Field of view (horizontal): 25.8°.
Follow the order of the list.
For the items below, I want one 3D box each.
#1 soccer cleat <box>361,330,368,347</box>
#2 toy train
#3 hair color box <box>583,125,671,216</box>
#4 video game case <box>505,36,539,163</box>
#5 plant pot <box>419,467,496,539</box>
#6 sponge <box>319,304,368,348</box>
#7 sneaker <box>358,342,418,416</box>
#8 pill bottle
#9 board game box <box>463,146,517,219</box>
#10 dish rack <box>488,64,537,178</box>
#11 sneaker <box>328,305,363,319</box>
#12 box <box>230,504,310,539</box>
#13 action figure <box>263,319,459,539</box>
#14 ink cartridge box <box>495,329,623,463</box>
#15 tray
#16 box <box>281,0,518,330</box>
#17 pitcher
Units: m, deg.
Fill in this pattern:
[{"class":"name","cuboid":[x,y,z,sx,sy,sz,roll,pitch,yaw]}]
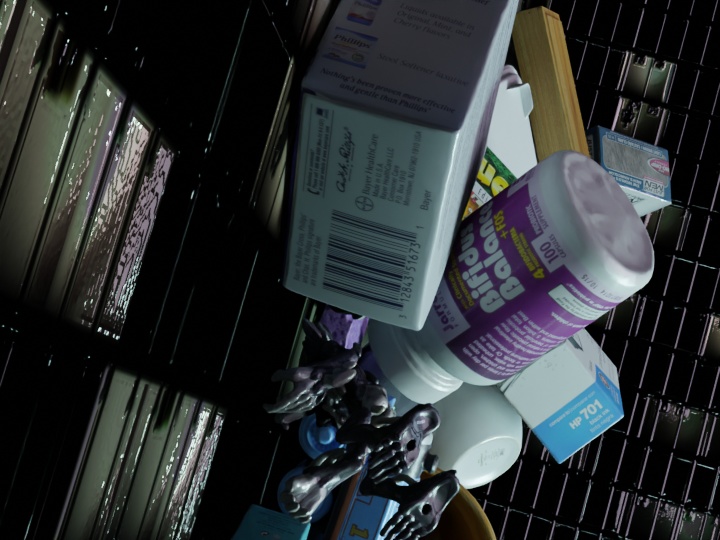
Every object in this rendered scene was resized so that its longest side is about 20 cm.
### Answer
[{"class":"soccer cleat","cuboid":[0.023,0.036,1.484,0.200,0.077,0.070,130,-48,-63]},{"class":"toy train","cuboid":[-0.010,0.192,1.285,0.087,0.113,0.202,-7,117,-83]},{"class":"hair color box","cuboid":[0.208,-0.075,1.591,0.199,0.099,0.061,-24,-121,50]},{"class":"video game case","cuboid":[0.112,-0.152,1.406,0.182,0.023,0.202,-45,122,-51]},{"class":"plant pot","cuboid":[0.022,0.264,1.420,0.183,0.198,0.202,74,32,-86]},{"class":"sponge","cuboid":[0.000,0.000,1.334,0.112,0.030,0.202,72,33,-76]},{"class":"sneaker","cuboid":[0.006,0.133,1.396,0.088,0.074,0.200,-60,180,-31]},{"class":"pill bottle","cuboid":[0.101,0.012,1.125,0.199,0.112,0.113,-37,-167,29]},{"class":"board game box","cuboid":[0.079,-0.058,1.237,0.023,0.200,0.105,-23,-149,45]},{"class":"dish rack","cuboid":[0.115,-0.075,1.342,0.171,0.043,0.202,-32,114,-56]},{"class":"sneaker","cuboid":[0.008,-0.004,1.222,0.088,0.076,0.200,-47,163,5]},{"class":"box","cuboid":[-0.087,0.249,1.098,0.200,0.049,0.083,-58,162,-67]},{"class":"action figure","cuboid":[-0.017,0.109,1.093,0.200,0.101,0.120,31,-38,59]},{"class":"ink cartridge box","cuboid":[0.164,0.068,1.545,0.086,0.201,0.147,-36,-171,14]},{"class":"tray","cuboid":[0.181,-0.136,1.442,0.099,0.037,0.202,-16,95,-73]},{"class":"box","cuboid":[0.029,-0.102,1.041,0.185,0.104,0.201,99,10,-47]},{"class":"pitcher","cuboid":[0.080,0.102,1.574,0.172,0.120,0.201,81,-16,-53]}]
